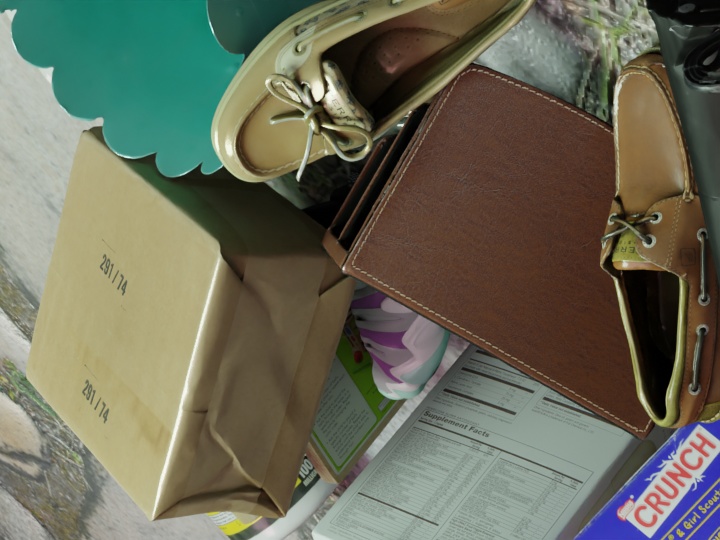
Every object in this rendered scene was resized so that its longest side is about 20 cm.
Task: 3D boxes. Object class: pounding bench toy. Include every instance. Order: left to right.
[{"bbox_3d":[-0.081,0.079,1.410,0.156,0.200,0.124,4,135,47],"label":"pounding bench toy"}]

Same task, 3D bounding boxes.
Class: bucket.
[{"bbox_3d":[-0.105,-0.171,1.181,0.207,0.135,0.207,30,148,21],"label":"bucket"}]

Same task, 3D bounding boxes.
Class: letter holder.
[{"bbox_3d":[0.102,-0.021,1.146,0.200,0.142,0.101,29,-176,-11],"label":"letter holder"}]

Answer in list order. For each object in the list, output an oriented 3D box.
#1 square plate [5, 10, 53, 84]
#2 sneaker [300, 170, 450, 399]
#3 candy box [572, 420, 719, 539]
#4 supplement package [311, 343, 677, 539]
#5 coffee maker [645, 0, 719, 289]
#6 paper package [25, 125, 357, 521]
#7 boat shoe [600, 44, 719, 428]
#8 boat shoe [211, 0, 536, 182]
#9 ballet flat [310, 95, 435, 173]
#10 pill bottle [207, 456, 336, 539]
[{"bbox_3d":[-0.188,-0.179,1.383,0.200,0.028,0.198,9,136,45],"label":"square plate"},{"bbox_3d":[0.000,0.000,1.305,0.140,0.078,0.200,20,140,-2],"label":"sneaker"},{"bbox_3d":[0.239,0.175,1.128,0.200,0.169,0.077,45,-175,21],"label":"candy box"},{"bbox_3d":[0.102,0.170,1.308,0.150,0.200,0.152,18,143,36],"label":"supplement package"},{"bbox_3d":[0.195,-0.048,0.892,0.134,0.192,0.200,6,128,39],"label":"coffee maker"},{"bbox_3d":[-0.111,0.032,1.261,0.200,0.103,0.191,36,117,48],"label":"paper package"},{"bbox_3d":[0.164,-0.016,1.059,0.072,0.068,0.201,-6,100,61],"label":"boat shoe"},{"bbox_3d":[0.005,-0.111,1.070,0.073,0.200,0.063,46,-168,-29],"label":"boat shoe"},{"bbox_3d":[-0.011,-0.091,1.246,0.200,0.068,0.068,10,146,45],"label":"ballet flat"},{"bbox_3d":[-0.114,0.116,1.593,0.200,0.112,0.112,48,150,-10],"label":"pill bottle"}]
